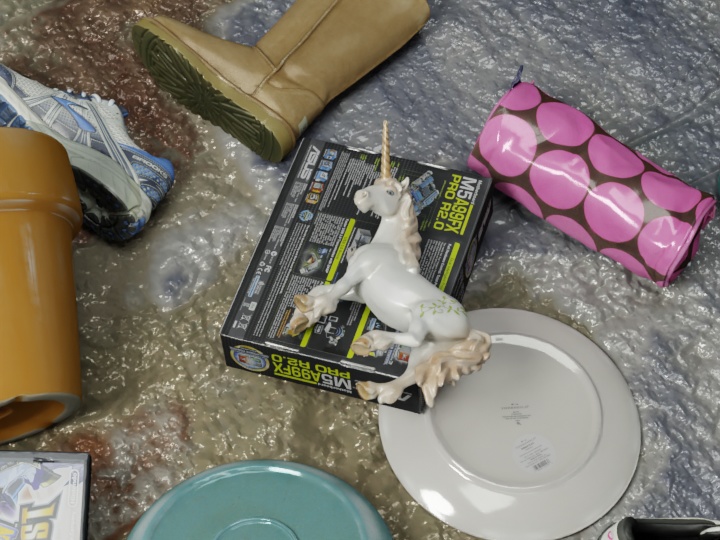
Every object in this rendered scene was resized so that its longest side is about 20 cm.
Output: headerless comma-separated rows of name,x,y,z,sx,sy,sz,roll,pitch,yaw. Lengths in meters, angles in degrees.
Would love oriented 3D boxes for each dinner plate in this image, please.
dinner plate,0.113,0.109,1.423,0.198,0.024,0.201,2,58,-4

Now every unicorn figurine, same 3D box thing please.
unicorn figurine,0.019,0.012,1.385,0.137,0.074,0.200,-30,72,-28

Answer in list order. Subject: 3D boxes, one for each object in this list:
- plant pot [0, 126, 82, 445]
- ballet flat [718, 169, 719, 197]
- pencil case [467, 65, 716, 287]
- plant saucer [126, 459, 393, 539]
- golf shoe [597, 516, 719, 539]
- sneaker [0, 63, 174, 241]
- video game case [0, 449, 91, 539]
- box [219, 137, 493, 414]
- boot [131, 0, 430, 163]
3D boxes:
plant pot,-0.280,0.024,1.353,0.199,0.200,0.185,-15,75,-15
ballet flat,0.340,-0.130,1.584,0.071,0.069,0.201,20,54,-15
pencil case,0.187,-0.073,1.515,0.199,0.091,0.094,36,47,15
plant saucer,-0.072,0.202,1.312,0.198,0.028,0.201,-2,43,2
golf shoe,0.259,0.217,1.326,0.198,0.092,0.073,8,55,-2
sneaker,-0.231,-0.106,1.511,0.200,0.077,0.085,39,51,11
video game case,-0.276,0.219,1.281,0.179,0.026,0.202,2,72,-4
box,0.000,0.000,1.458,0.159,0.044,0.201,13,56,12
boot,-0.066,-0.200,1.588,0.175,0.066,0.200,39,61,5
